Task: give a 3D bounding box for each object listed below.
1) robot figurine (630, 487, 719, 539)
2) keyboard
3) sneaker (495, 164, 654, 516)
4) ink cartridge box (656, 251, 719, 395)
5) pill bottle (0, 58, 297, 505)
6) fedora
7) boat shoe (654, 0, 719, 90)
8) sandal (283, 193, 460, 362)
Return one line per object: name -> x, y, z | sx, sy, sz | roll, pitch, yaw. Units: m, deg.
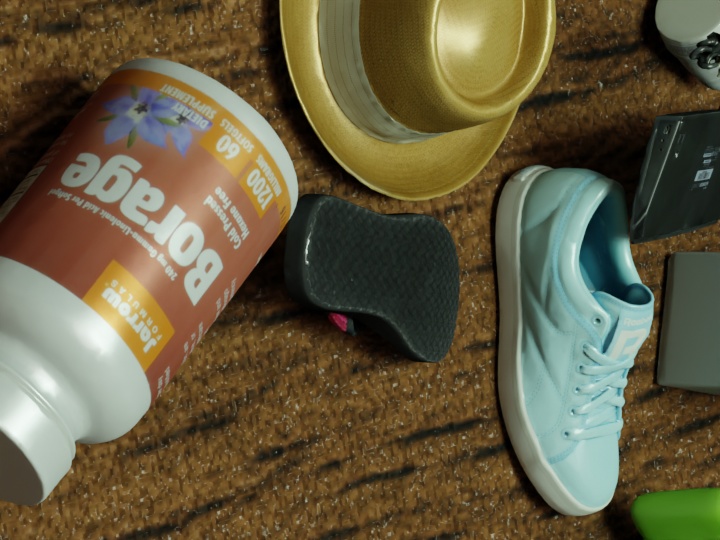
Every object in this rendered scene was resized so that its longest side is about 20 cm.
robot figurine -> 0.222, 0.215, 1.525 | 0.200, 0.115, 0.176 | 56, 44, -27
keyboard -> 0.197, -0.081, 1.497 | 0.200, 0.021, 0.128 | -12, 123, -69
sneaker -> 0.125, 0.041, 1.463 | 0.074, 0.082, 0.201 | -17, 101, -40
ink cartridge box -> 0.298, 0.044, 1.574 | 0.199, 0.146, 0.083 | 11, 83, -40
pill bottle -> -0.124, 0.006, 1.220 | 0.112, 0.112, 0.200 | 52, 58, -29
fedora -> 0.048, -0.138, 1.393 | 0.200, 0.082, 0.202 | 0, 89, -42
boat shoe -> 0.244, -0.198, 1.583 | 0.069, 0.072, 0.201 | 51, 54, -47
sandal -> 0.000, 0.000, 1.360 | 0.200, 0.045, 0.075 | 25, 70, -61
